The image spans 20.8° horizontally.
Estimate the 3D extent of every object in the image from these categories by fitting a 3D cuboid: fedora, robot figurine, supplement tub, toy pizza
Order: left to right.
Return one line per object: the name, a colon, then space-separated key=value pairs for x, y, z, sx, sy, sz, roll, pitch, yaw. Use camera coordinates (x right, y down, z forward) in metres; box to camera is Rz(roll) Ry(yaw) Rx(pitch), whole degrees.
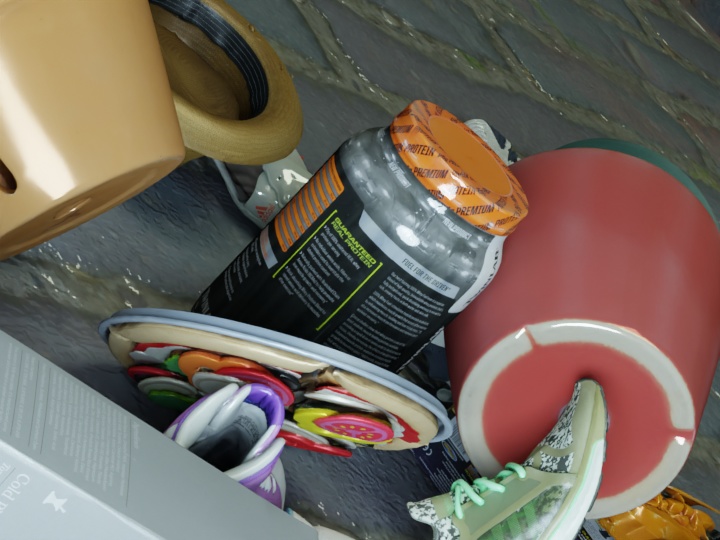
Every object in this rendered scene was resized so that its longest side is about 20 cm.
fedora: x=-0.131 y=-0.125 z=1.333 sx=0.200 sy=0.082 sz=0.201 roll=30 pitch=31 yaw=-20
toy pizza: x=-0.048 y=0.068 z=1.061 sx=0.200 sy=0.032 sz=0.200 roll=15 pitch=-14 yaw=4
supplement tub: x=0.000 y=0.000 z=1.185 sx=0.122 sy=0.200 sz=0.123 roll=38 pitch=22 yaw=-18
robot figurine: x=0.239 y=0.206 z=1.284 sx=0.200 sy=0.058 sz=0.145 roll=28 pitch=26 yaw=-37

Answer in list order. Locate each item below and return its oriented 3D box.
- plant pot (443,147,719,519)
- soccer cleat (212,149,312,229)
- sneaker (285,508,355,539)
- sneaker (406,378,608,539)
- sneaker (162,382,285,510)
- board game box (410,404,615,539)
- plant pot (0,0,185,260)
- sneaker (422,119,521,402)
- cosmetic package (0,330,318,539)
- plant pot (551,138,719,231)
plant pot: x=0.139 y=0.049 z=1.229 sx=0.200 sy=0.200 sz=0.177 roll=39 pitch=26 yaw=-13
soccer cleat: x=-0.041 y=-0.037 z=1.384 sx=0.200 sy=0.069 sz=0.078 roll=46 pitch=24 yaw=25
sneaker: x=-0.011 y=0.191 z=0.958 sx=0.081 sy=0.077 sz=0.200 roll=24 pitch=25 yaw=-11
sneaker: x=0.072 y=0.140 z=1.102 sx=0.089 sy=0.200 sz=0.077 roll=30 pitch=-12 yaw=0
sneaker: x=-0.063 y=0.101 z=0.999 sx=0.073 sy=0.114 sz=0.200 roll=45 pitch=19 yaw=6
board game box: x=0.143 y=0.181 z=1.316 sx=0.200 sy=0.057 sz=0.165 roll=54 pitch=20 yaw=26
plant pot: x=-0.185 y=-0.093 z=1.057 sx=0.140 sy=0.200 sz=0.200 roll=62 pitch=22 yaw=2
sneaker: x=0.067 y=0.003 z=1.388 sx=0.199 sy=0.129 sz=0.079 roll=70 pitch=22 yaw=-7
cosmetic package: x=-0.122 y=0.123 z=0.857 sx=0.200 sy=0.107 sz=0.090 roll=35 pitch=22 yaw=-19
plant pot: x=0.153 y=0.009 z=1.485 sx=0.201 sy=0.201 sz=0.161 roll=50 pitch=32 yaw=15
